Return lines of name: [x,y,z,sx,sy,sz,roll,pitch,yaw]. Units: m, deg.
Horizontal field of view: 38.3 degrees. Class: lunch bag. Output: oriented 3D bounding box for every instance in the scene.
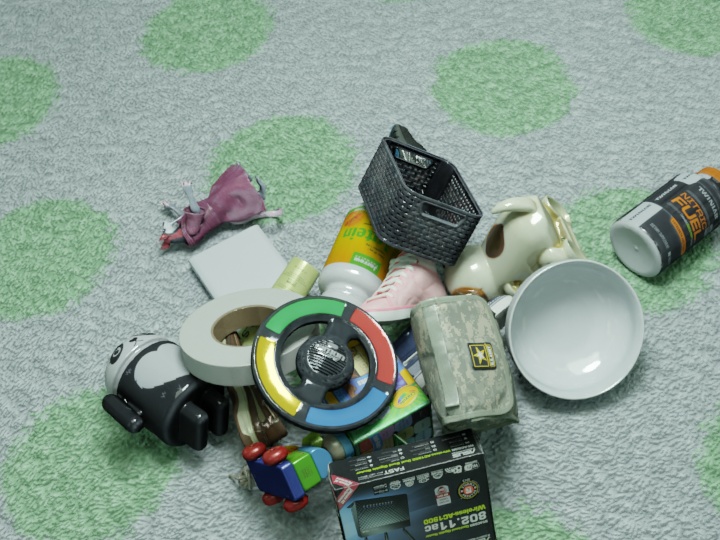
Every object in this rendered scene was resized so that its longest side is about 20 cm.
lunch bag: [0.137,0.127,1.375,0.117,0.200,0.164,-16,75,13]

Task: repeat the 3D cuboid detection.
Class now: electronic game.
electronic game: [-0.047,0.122,1.377,0.200,0.042,0.200,7,57,-11]

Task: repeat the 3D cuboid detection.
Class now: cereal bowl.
cereal bowl: [0.303,0.081,1.497,0.200,0.083,0.201,0,93,-3]

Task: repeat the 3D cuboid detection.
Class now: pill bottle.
pill bottle: [0.000,0.000,1.615,0.111,0.111,0.200,11,54,15]
pill bottle: [0.496,-0.084,1.629,0.200,0.106,0.106,-35,56,-20]

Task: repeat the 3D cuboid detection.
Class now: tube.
tube: [-0.134,0.074,1.582,0.058,0.052,0.200,17,70,50]

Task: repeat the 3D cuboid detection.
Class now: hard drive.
hard drive: [-0.175,0.023,1.672,0.132,0.025,0.200,-28,54,-15]

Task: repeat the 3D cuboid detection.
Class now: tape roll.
tape roll: [-0.156,0.091,1.475,0.202,0.037,0.203,-5,30,3]

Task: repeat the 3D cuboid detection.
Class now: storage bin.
storage bin: [0.087,-0.106,1.568,0.135,0.094,0.200,18,25,-21]

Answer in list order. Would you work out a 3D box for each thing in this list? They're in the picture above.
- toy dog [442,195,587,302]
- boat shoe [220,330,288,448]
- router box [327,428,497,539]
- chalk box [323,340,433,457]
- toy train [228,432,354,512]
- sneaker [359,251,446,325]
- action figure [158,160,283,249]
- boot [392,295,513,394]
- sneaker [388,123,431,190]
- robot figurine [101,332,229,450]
toy dog: [0.220,-0.013,1.562,0.200,0.194,0.140,-36,57,23]
boat shoe: [-0.151,0.167,1.494,0.075,0.075,0.203,-21,57,0]
router box: [0.068,0.302,1.335,0.200,0.150,0.062,-13,25,-4]
chalk box: [0.021,0.203,1.441,0.124,0.125,0.200,-26,52,-14]
toy train: [-0.098,0.256,1.409,0.116,0.085,0.200,-27,8,-27]
sneaker: [0.052,0.025,1.532,0.075,0.105,0.200,-16,-4,41]
action figure: [-0.254,-0.092,1.750,0.200,0.134,0.149,-41,99,-11]
boot: [0.132,0.086,1.528,0.200,0.073,0.090,-41,64,-4]
sneaker: [0.104,-0.172,1.779,0.082,0.073,0.200,-8,55,-21]
robot figurine: [-0.279,0.172,1.498,0.200,0.150,0.125,32,94,27]
